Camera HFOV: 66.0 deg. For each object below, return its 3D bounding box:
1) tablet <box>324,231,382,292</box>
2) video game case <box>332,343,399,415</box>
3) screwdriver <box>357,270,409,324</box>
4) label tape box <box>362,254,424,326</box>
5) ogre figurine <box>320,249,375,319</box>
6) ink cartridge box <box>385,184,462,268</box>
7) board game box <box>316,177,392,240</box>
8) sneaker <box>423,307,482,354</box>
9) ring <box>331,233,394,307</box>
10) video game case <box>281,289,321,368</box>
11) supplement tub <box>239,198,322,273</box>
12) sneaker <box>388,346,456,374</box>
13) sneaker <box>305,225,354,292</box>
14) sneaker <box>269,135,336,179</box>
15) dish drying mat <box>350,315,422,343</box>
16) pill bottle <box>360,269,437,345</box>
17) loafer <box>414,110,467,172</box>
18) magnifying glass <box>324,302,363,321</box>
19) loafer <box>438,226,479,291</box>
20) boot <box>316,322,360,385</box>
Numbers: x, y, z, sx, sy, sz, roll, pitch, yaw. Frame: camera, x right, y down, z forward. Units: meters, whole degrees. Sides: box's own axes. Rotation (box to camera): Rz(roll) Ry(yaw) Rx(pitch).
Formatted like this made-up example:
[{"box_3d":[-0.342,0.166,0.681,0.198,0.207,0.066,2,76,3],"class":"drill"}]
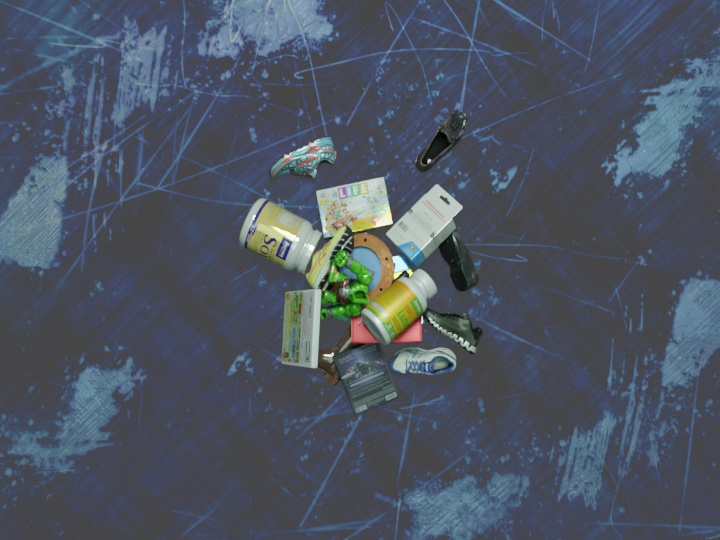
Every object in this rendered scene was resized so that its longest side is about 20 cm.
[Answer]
[{"box_3d":[-0.008,-0.022,1.557,0.129,0.014,0.203,-33,74,10],"class":"tablet"},{"box_3d":[0.017,0.305,1.589,0.140,0.019,0.204,-21,110,-2],"class":"video game case"},{"box_3d":[0.063,0.076,1.517,0.200,0.029,0.028,-48,115,-11],"class":"screwdriver"},{"box_3d":[0.091,0.071,1.568,0.140,0.063,0.206,-12,78,2],"class":"label tape box"},{"box_3d":[-0.037,0.052,1.466,0.117,0.098,0.205,15,98,-12],"class":"ogre figurine"},{"box_3d":[0.181,-0.123,1.526,0.200,0.068,0.116,-44,62,-1],"class":"ink cartridge box"},{"box_3d":[-0.017,-0.172,1.551,0.194,0.034,0.138,-12,80,1],"class":"board game box"},{"box_3d":[0.266,0.149,1.584,0.198,0.066,0.092,34,92,-7],"class":"sneaker"},{"box_3d":[0.000,0.000,1.535,0.195,0.019,0.207,-3,81,17],"class":"ring"},{"box_3d":[-0.163,0.158,1.517,0.022,0.180,0.206,6,82,-34],"class":"video game case"},{"box_3d":[-0.217,-0.091,1.519,0.196,0.145,0.148,27,95,-2],"class":"supplement tub"},{"box_3d":[0.177,0.260,1.581,0.194,0.088,0.078,-9,97,2],"class":"sneaker"},{"box_3d":[-0.092,-0.039,1.518,0.090,0.078,0.203,36,99,36],"class":"sneaker"},{"box_3d":[-0.157,-0.292,1.535,0.196,0.079,0.097,-25,97,3],"class":"sneaker"},{"box_3d":[0.071,0.160,1.512,0.194,0.018,0.079,-1,76,6],"class":"dish drying mat"},{"box_3d":[0.106,0.091,1.464,0.199,0.111,0.112,-39,95,-15],"class":"pill bottle"},{"box_3d":[0.229,-0.357,1.535,0.072,0.063,0.201,40,94,-4],"class":"loafer"},{"box_3d":[-0.079,0.117,1.601,0.194,0.022,0.082,-10,95,2],"class":"magnifying glass"},{"box_3d":[0.277,-0.045,1.571,0.071,0.072,0.205,-16,88,-37],"class":"loafer"},{"box_3d":[-0.066,0.201,1.586,0.186,0.064,0.200,41,97,-17],"class":"boot"}]
